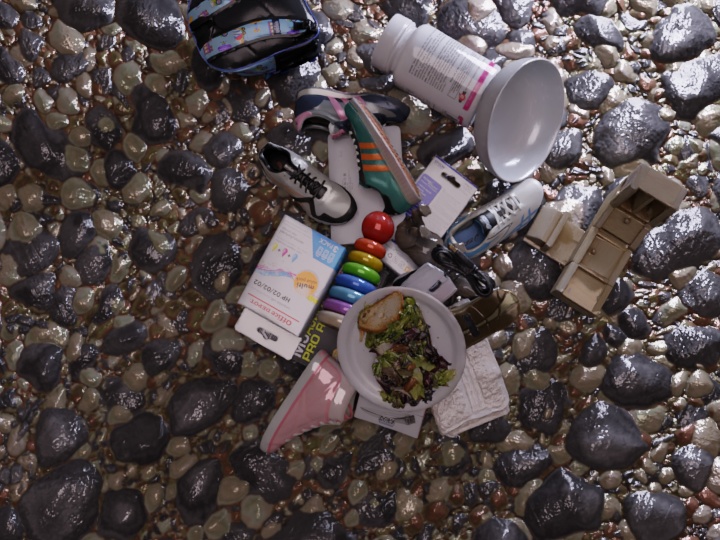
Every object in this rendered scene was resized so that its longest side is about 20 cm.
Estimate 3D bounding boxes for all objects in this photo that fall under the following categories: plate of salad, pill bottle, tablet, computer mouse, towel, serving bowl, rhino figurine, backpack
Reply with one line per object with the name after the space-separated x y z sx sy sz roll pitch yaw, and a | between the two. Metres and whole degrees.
0.058 0.123 1.131 0.197 0.048 0.203 3 107 11 | plate of salad
0.124 -0.338 1.270 0.199 0.113 0.114 32 85 5 | pill bottle
0.010 -0.145 1.282 0.128 0.014 0.203 -5 77 10 | tablet
0.113 0.027 1.193 0.109 0.200 0.044 38 56 -13 | computer mouse
0.158 0.162 1.251 0.131 0.034 0.202 -22 83 -2 | towel
0.249 -0.250 1.237 0.066 0.200 0.201 29 83 42 | serving bowl
0.132 -0.012 1.222 0.200 0.087 0.060 48 58 -12 | rhino figurine
-0.181 -0.411 1.276 0.198 0.135 0.185 -24 84 -2 | backpack

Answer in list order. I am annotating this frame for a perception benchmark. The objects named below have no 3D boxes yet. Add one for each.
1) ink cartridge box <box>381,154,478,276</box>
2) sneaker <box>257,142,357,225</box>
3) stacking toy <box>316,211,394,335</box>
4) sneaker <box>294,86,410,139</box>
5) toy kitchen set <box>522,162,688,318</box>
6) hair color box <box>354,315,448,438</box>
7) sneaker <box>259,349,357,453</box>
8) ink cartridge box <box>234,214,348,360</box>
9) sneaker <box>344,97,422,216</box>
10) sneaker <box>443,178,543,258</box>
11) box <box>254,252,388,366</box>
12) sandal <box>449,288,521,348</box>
0.103 -0.087 1.281 0.094 0.037 0.201 38 88 6 | ink cartridge box
-0.094 -0.143 1.256 0.199 0.080 0.074 32 85 15 | sneaker
0.000 0.000 1.209 0.084 0.085 0.203 19 81 4 | stacking toy
-0.016 -0.256 1.285 0.197 0.070 0.083 7 74 10 | sneaker
0.365 -0.063 1.196 0.162 0.181 0.201 32 81 6 | toy kitchen set
0.067 0.150 1.197 0.109 0.064 0.203 17 108 10 | hair color box
-0.077 0.234 1.210 0.104 0.075 0.201 35 104 4 | sneaker
-0.116 0.030 1.212 0.114 0.068 0.202 27 86 5 | ink cartridge box
0.018 -0.180 1.230 0.079 0.071 0.202 -31 88 17 | sneaker
0.226 -0.085 1.259 0.199 0.073 0.072 -36 82 -4 | sneaker
-0.063 0.062 1.263 0.159 0.044 0.202 26 85 4 | box
0.164 0.084 1.214 0.198 0.054 0.081 -25 94 17 | sandal
